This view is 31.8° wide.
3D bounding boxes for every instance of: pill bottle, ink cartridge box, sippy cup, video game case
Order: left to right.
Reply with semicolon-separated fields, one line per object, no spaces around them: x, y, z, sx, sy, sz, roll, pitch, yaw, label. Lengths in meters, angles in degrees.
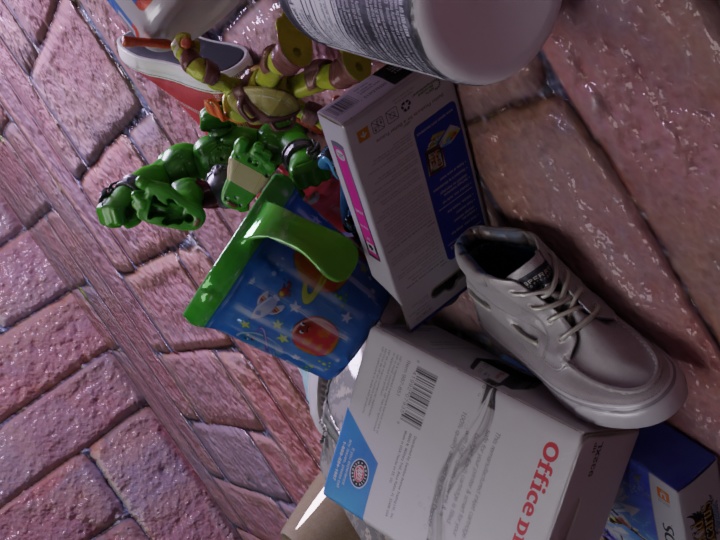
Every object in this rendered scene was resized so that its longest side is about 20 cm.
-0.188;-0.287;1.028;0.200;0.112;0.112;52;161;6;pill bottle
-0.050;0.014;0.998;0.130;0.140;0.178;34;-168;-6;sippy cup
0.017;-0.176;0.741;0.200;0.106;0.106;29;149;52;pill bottle
0.039;-0.055;0.911;0.037;0.095;0.200;32;152;45;ink cartridge box
0.084;0.142;0.936;0.200;0.084;0.145;26;105;39;ink cartridge box
0.199;0.168;0.997;0.200;0.045;0.181;34;152;45;video game case

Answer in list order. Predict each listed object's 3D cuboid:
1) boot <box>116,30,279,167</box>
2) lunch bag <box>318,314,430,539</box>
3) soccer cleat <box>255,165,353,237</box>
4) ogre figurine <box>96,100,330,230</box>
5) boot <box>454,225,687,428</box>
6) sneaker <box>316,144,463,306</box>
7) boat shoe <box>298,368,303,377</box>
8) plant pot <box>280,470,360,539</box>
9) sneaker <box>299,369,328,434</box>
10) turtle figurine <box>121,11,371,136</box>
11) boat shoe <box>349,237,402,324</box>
-0.157;-0.160;1.229;0.200;0.072;0.144;30;148;44;boot
0.051;0.146;1.132;0.200;0.139;0.168;-126;38;-51;lunch bag
-0.037;-0.058;1.147;0.076;0.067;0.200;39;169;-19;soccer cleat
-0.123;-0.087;1.103;0.098;0.200;0.120;53;-160;-19;ogre figurine
0.134;0.032;0.869;0.200;0.074;0.096;29;156;53;boot
0.023;-0.040;0.999;0.073;0.082;0.200;29;150;47;sneaker
-0.063;0.060;1.395;0.060;0.072;0.202;19;147;57;boat shoe
0.023;0.247;1.310;0.187;0.200;0.187;46;160;22;plant pot
-0.043;0.078;1.331;0.082;0.074;0.200;18;117;52;sneaker
-0.076;-0.146;0.973;0.200;0.064;0.161;24;157;-26;turtle figurine
0.000;0.000;1.149;0.072;0.065;0.200;62;178;-26;boat shoe
